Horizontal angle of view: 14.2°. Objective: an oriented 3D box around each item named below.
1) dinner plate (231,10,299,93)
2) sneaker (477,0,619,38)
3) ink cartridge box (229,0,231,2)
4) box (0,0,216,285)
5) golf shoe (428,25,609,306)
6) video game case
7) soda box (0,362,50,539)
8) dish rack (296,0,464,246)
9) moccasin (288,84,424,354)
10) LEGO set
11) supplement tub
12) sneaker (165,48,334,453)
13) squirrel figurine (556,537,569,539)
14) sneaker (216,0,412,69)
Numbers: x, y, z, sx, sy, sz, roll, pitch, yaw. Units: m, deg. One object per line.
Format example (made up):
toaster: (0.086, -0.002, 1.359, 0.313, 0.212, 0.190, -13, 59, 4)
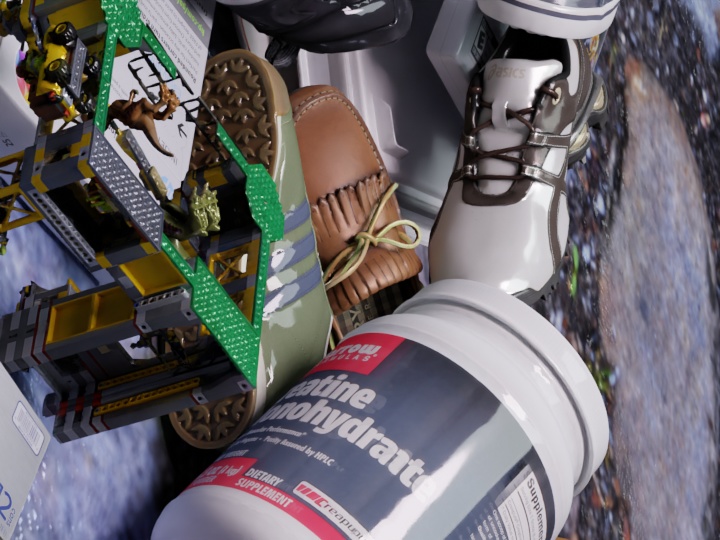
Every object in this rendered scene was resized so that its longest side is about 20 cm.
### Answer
dinner plate: (-0.031, -0.141, 1.593, 0.200, 0.024, 0.201, 40, 43, -52)
sneaker: (0.114, -0.183, 1.536, 0.200, 0.078, 0.080, -52, 157, -64)
ink cartridge box: (-0.106, -0.236, 1.344, 0.163, 0.057, 0.200, 53, 2, -36)
box: (-0.128, -0.117, 1.354, 0.156, 0.041, 0.201, 50, 35, -44)
golf shoe: (0.074, -0.060, 1.520, 0.095, 0.077, 0.201, 72, 26, -44)
video game case: (0.099, -0.154, 1.644, 0.183, 0.023, 0.200, -70, 155, -18)
soda box: (-0.200, 0.021, 1.103, 0.200, 0.068, 0.064, 60, 31, -33)
dish rack: (0.018, -0.123, 1.612, 0.171, 0.043, 0.201, 18, 61, -61)
moccasin: (-0.001, 0.001, 1.501, 0.073, 0.078, 0.202, -19, 111, -25)
LEGO set: (-0.124, -0.023, 1.235, 0.200, 0.115, 0.154, 49, 32, -48)
supplement tub: (0.011, 0.110, 1.352, 0.200, 0.140, 0.141, -43, 120, -34)
sneaker: (-0.052, -0.001, 1.434, 0.090, 0.067, 0.201, 31, 57, -59)
squirrel figurine: (0.042, 0.219, 1.487, 0.200, 0.141, 0.187, 44, 49, -29)
sneaker: (0.010, -0.185, 1.447, 0.076, 0.200, 0.114, 47, -4, 35)
